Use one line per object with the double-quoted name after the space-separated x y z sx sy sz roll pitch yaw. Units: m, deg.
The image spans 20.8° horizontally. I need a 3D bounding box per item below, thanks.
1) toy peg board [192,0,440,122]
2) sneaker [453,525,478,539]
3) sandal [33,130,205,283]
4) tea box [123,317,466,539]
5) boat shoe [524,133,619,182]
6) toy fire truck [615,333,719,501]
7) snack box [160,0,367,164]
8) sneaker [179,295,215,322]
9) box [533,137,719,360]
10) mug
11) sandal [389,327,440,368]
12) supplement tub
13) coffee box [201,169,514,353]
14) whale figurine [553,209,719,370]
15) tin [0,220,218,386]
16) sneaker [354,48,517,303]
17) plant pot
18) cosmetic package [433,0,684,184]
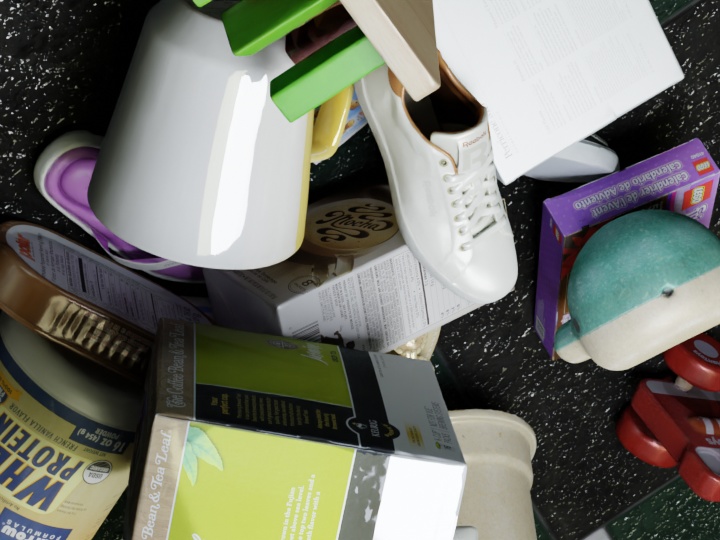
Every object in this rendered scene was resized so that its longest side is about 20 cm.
-0.048 -0.208 1.195 0.097 0.200 0.200 -28 121 18 "toy peg board"
0.016 0.193 1.520 0.092 0.200 0.076 -40 137 -17 "sneaker"
-0.149 -0.031 1.400 0.202 0.050 0.083 25 112 -40 "sandal"
-0.048 0.133 1.258 0.195 0.200 0.135 11 104 -7 "tea box"
0.128 -0.109 1.477 0.199 0.068 0.057 14 75 -44 "boat shoe"
0.332 0.150 1.720 0.199 0.168 0.113 11 121 -34 "toy fire truck"
-0.059 -0.155 1.365 0.072 0.024 0.200 -39 134 6 "snack box"
-0.074 0.046 1.503 0.198 0.073 0.072 13 148 -22 "sneaker"
0.210 -0.014 1.574 0.136 0.039 0.201 -23 151 -10 "box"
-0.091 -0.111 1.301 0.148 0.187 0.154 16 116 4 "mug"
0.031 0.099 1.587 0.077 0.070 0.213 0 126 -28 "sandal"
-0.235 0.127 1.417 0.144 0.145 0.201 19 115 -37 "supplement tub"
0.000 0.000 1.427 0.199 0.113 0.080 -26 122 -26 "coffee box"
0.212 0.012 1.501 0.158 0.104 0.200 -26 176 -2 "whale figurine"
-0.176 0.028 1.373 0.199 0.112 0.042 28 102 -21 "tin"
0.063 -0.063 1.340 0.073 0.084 0.201 -36 109 -24 "sneaker"
0.073 0.242 1.605 0.198 0.185 0.201 -12 151 -7 "plant pot"
0.114 -0.185 1.363 0.150 0.052 0.201 -30 108 -5 "cosmetic package"
